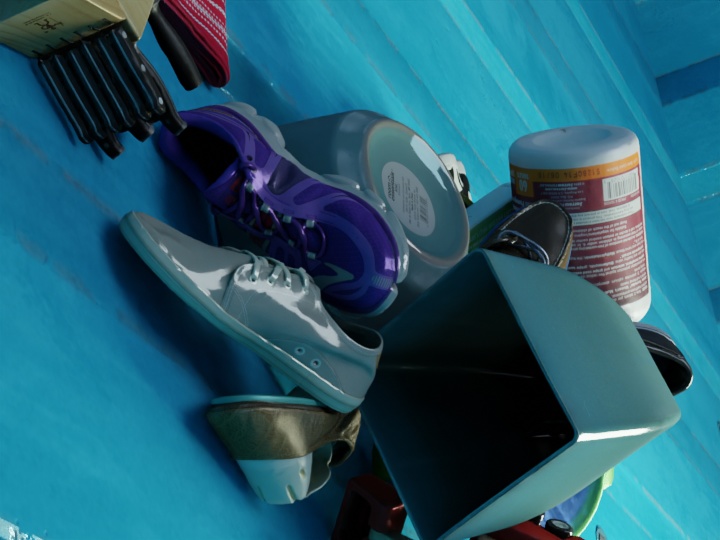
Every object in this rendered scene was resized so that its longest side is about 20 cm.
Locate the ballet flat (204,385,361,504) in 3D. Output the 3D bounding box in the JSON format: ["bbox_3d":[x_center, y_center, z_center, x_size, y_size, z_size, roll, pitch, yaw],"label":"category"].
[{"bbox_3d":[-0.045,0.112,1.141,0.200,0.067,0.073,4,85,-75],"label":"ballet flat"}]

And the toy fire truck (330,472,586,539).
[{"bbox_3d":[0.094,0.199,1.209,0.140,0.199,0.049,-2,114,-53],"label":"toy fire truck"}]

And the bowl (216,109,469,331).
[{"bbox_3d":[0.003,-0.033,1.252,0.200,0.105,0.202,36,38,-34],"label":"bowl"}]

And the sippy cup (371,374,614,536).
[{"bbox_3d":[0.099,0.147,1.368,0.178,0.130,0.140,42,70,-21],"label":"sippy cup"}]

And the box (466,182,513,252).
[{"bbox_3d":[0.111,0.045,1.501,0.144,0.036,0.202,-33,121,-42],"label":"box"}]

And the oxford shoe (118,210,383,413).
[{"bbox_3d":[-0.063,0.015,1.085,0.199,0.058,0.075,36,9,-26],"label":"oxford shoe"}]

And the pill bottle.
[{"bbox_3d":[0.184,-0.012,1.468,0.110,0.108,0.202,-51,136,-69],"label":"pill bottle"}]

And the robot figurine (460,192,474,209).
[{"bbox_3d":[0.080,0.010,1.530,0.200,0.058,0.146,46,62,-43],"label":"robot figurine"}]

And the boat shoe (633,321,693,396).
[{"bbox_3d":[0.174,0.073,1.390,0.066,0.198,0.071,44,-58,59],"label":"boat shoe"}]

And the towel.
[{"bbox_3d":[-0.132,-0.245,1.279,0.145,0.022,0.202,53,25,-47],"label":"towel"}]

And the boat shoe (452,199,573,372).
[{"bbox_3d":[0.111,0.010,1.334,0.072,0.073,0.200,34,56,5],"label":"boat shoe"}]

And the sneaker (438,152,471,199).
[{"bbox_3d":[0.075,-0.043,1.606,0.113,0.072,0.200,70,16,2],"label":"sneaker"}]

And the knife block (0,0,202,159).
[{"bbox_3d":[-0.163,-0.174,1.048,0.175,0.063,0.202,21,52,-68],"label":"knife block"}]

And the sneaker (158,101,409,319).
[{"bbox_3d":[-0.056,-0.037,1.136,0.199,0.081,0.083,36,20,24],"label":"sneaker"}]

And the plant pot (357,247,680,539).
[{"bbox_3d":[0.121,0.087,1.201,0.199,0.141,0.142,5,52,-50],"label":"plant pot"}]
